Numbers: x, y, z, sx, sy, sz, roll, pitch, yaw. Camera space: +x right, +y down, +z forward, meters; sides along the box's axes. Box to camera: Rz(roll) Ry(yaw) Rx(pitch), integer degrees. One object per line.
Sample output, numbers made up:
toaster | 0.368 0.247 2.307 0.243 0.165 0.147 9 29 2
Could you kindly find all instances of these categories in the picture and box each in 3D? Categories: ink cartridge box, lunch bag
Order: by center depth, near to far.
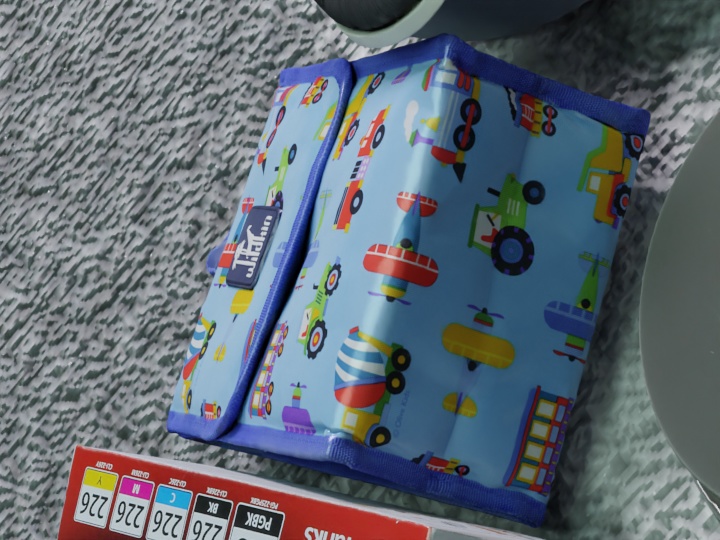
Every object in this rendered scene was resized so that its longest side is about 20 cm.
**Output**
ink cartridge box | -0.028 0.164 1.012 0.200 0.084 0.176 7 85 49
lunch bag | 0.000 0.000 1.078 0.200 0.094 0.151 5 78 61

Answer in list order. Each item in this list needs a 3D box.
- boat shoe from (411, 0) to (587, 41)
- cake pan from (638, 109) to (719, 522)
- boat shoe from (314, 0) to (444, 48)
boat shoe | 0.069 -0.145 1.078 0.199 0.073 0.068 -24 47 47
cake pan | 0.166 0.001 0.928 0.200 0.037 0.201 -24 55 39
boat shoe | -0.008 -0.136 1.046 0.074 0.060 0.200 -52 22 8
